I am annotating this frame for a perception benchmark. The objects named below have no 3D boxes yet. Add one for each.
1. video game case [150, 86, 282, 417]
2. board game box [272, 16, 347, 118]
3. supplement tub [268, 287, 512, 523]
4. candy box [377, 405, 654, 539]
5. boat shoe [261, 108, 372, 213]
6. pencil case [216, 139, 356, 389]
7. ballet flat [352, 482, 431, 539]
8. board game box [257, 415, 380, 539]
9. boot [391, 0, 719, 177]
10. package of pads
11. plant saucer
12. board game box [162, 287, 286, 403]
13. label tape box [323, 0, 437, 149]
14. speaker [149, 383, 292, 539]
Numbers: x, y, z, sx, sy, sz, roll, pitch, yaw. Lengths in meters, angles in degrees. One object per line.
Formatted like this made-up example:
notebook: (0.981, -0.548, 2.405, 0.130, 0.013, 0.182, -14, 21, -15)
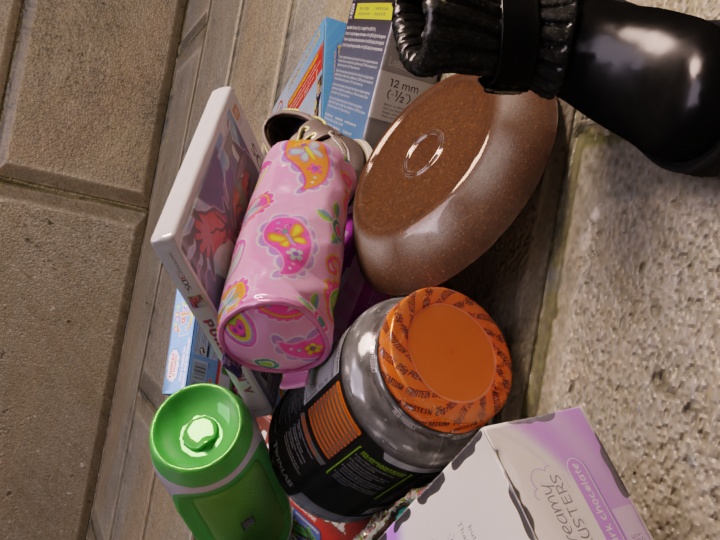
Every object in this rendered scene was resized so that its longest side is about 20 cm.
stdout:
video game case: (-0.095, -0.019, 0.748, 0.202, 0.023, 0.184, -81, -26, -49)
board game box: (-0.056, -0.158, 1.113, 0.200, 0.055, 0.200, 135, 141, -57)
supplement tub: (0.019, 0.100, 0.680, 0.200, 0.120, 0.125, -46, 38, 50)
candy box: (0.079, 0.197, 0.483, 0.201, 0.070, 0.170, -57, 48, 45)
boat shoe: (-0.043, -0.106, 0.860, 0.073, 0.059, 0.200, -61, 26, 10)
pencil case: (-0.051, -0.012, 0.701, 0.202, 0.086, 0.088, -84, 18, -46)
ballet flat: (0.050, 0.175, 0.650, 0.064, 0.076, 0.200, -51, 7, -38)
board game box: (-0.063, 0.217, 0.854, 0.199, 0.019, 0.104, 28, 91, 47)
boot: (0.107, -0.121, 0.509, 0.211, 0.155, 0.081, -124, 49, -63)
package of pads: (0.000, 0.000, 0.841, 0.123, 0.074, 0.200, -69, 22, 6)
plant saucer: (0.056, -0.078, 0.689, 0.199, 0.036, 0.203, -35, 35, 29)
board game box: (-0.122, 0.076, 0.993, 0.036, 0.199, 0.155, -7, 69, 32)
label tape box: (0.024, -0.198, 0.909, 0.143, 0.065, 0.204, -141, 65, -67)
speaker: (-0.108, 0.174, 0.756, 0.202, 0.086, 0.090, 79, -175, -52)
